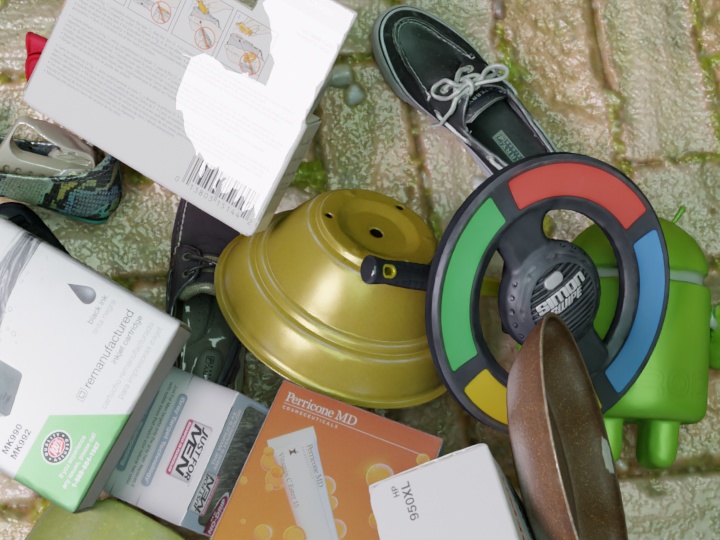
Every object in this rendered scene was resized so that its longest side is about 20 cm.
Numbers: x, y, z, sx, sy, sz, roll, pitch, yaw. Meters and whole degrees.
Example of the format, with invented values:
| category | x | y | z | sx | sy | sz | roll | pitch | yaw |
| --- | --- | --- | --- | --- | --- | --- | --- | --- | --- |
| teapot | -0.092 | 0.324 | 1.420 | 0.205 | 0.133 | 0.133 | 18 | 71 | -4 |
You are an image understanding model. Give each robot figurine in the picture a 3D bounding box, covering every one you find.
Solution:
| category | x | y | z | sx | sy | sz | roll | pitch | yaw |
| --- | --- | --- | --- | --- | --- | --- | --- | --- | --- |
| robot figurine | 0.208 | 0.049 | 1.301 | 0.173 | 0.116 | 0.202 | 2 | 83 | 2 |

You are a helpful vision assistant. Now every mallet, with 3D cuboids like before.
| category | x | y | z | sx | sy | sz | roll | pitch | yaw |
| --- | --- | --- | --- | --- | --- | --- | --- | --- | --- |
| mallet | 0.073 | -0.001 | 1.206 | 0.199 | 0.041 | 0.067 | 18 | 76 | -46 |

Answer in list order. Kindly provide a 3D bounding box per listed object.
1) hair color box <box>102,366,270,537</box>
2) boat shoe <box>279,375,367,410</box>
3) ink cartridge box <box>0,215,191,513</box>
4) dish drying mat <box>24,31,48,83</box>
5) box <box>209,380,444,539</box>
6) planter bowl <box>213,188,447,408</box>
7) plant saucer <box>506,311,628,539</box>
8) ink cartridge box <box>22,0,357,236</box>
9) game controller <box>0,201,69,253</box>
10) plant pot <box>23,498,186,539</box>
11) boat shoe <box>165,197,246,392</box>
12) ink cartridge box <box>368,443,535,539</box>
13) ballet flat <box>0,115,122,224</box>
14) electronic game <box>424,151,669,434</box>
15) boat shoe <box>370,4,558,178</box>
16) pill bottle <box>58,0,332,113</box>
| category | x | y | z | sx | sy | sz | roll | pitch | yaw |
| --- | --- | --- | --- | --- | --- | --- | --- | --- | --- |
| hair color box | -0.167 | 0.110 | 1.225 | 0.199 | 0.061 | 0.100 | 18 | 80 | 34 |
| boat shoe | -0.026 | 0.098 | 1.290 | 0.070 | 0.070 | 0.202 | -5 | 84 | -7 |
| ink cartridge box | -0.236 | 0.051 | 1.147 | 0.199 | 0.084 | 0.147 | 29 | 86 | 2 |
| dish drying mat | -0.165 | -0.111 | 1.276 | 0.199 | 0.077 | 0.018 | 26 | 59 | 10 |
| box | -0.033 | 0.198 | 1.166 | 0.123 | 0.098 | 0.201 | 19 | 67 | 12 |
| planter bowl | 0.000 | 0.000 | 1.240 | 0.199 | 0.201 | 0.084 | 23 | 125 | -4 |
| plant saucer | 0.133 | 0.129 | 1.115 | 0.036 | 0.200 | 0.202 | -15 | 85 | 16 |
| ink cartridge box | -0.117 | -0.150 | 1.205 | 0.199 | 0.045 | 0.177 | 31 | 105 | 9 |
| game controller | -0.304 | 0.042 | 1.286 | 0.200 | 0.042 | 0.105 | -40 | 103 | -9 |
| plant pot | -0.197 | 0.263 | 1.203 | 0.199 | 0.200 | 0.185 | 29 | 69 | -2 |
| boat shoe | -0.113 | 0.018 | 1.292 | 0.071 | 0.065 | 0.202 | 5 | 81 | -3 |
| ink cartridge box | 0.085 | 0.218 | 1.083 | 0.084 | 0.200 | 0.146 | -22 | 60 | 7 |
| ballet flat | -0.274 | -0.090 | 1.281 | 0.198 | 0.074 | 0.075 | 10 | 82 | -12 |
| electronic game | 0.133 | 0.018 | 1.187 | 0.198 | 0.042 | 0.202 | -6 | 103 | -26 |
| boat shoe | 0.086 | -0.132 | 1.332 | 0.073 | 0.068 | 0.200 | -36 | 88 | -10 |
| pill bottle | -0.128 | -0.162 | 1.292 | 0.199 | 0.106 | 0.107 | 33 | 81 | -2 |
